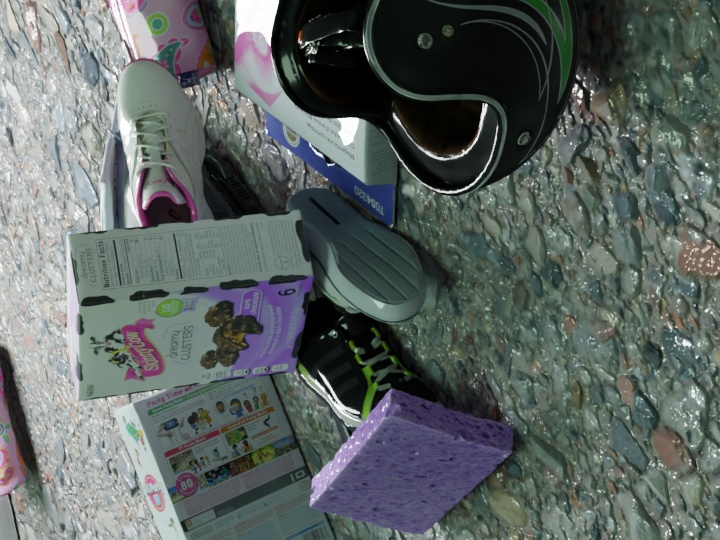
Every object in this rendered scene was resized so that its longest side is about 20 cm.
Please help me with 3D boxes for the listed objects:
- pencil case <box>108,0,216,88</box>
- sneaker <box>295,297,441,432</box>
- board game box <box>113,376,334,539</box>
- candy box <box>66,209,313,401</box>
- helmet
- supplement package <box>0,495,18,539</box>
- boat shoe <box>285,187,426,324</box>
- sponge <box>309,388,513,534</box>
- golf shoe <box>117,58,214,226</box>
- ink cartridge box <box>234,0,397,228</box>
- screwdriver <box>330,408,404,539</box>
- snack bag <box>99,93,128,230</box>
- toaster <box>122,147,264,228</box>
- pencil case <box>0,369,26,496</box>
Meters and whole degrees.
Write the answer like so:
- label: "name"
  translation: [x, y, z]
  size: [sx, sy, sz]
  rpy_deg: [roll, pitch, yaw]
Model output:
- label: "pencil case"
  translation: [-0.197, -0.259, 1.746]
  size: [0.087, 0.087, 0.202]
  rpy_deg: [-11, 98, 59]
- label: "sneaker"
  translation: [-0.005, 0.078, 1.651]
  size: [0.199, 0.071, 0.084]
  rpy_deg: [27, 129, 49]
- label: "board game box"
  translation: [-0.133, 0.200, 1.860]
  size: [0.064, 0.146, 0.202]
  rpy_deg: [-23, 88, 62]
- label: "candy box"
  translation: [-0.149, 0.031, 1.629]
  size: [0.168, 0.198, 0.072]
  rpy_deg: [103, 156, -58]
- label: "helmet"
  translation: [0.056, -0.159, 1.291]
  size: [0.200, 0.189, 0.202]
  rpy_deg: [-38, 42, 44]
- label: "supplement package"
  translation: [-0.576, 0.369, 2.719]
  size: [0.199, 0.110, 0.157]
  rpy_deg: [22, 127, 51]
- label: "boat shoe"
  translation: [0.000, 0.000, 1.608]
  size: [0.200, 0.073, 0.067]
  rpy_deg: [-129, 28, -51]
- label: "sponge"
  translation: [0.039, 0.164, 1.601]
  size: [0.200, 0.110, 0.030]
  rpy_deg: [127, 156, -55]
- label: "golf shoe"
  translation: [-0.171, -0.093, 1.672]
  size: [0.092, 0.074, 0.202]
  rpy_deg: [59, -164, -85]
- label: "ink cartridge box"
  translation: [-0.039, -0.157, 1.595]
  size: [0.196, 0.043, 0.202]
  rpy_deg: [37, 136, 42]
- label: "screwdriver"
  translation: [0.017, 0.205, 1.729]
  size: [0.028, 0.029, 0.202]
  rpy_deg: [-35, 72, 59]
- label: "snack bag"
  translation: [-0.236, -0.061, 1.890]
  size: [0.201, 0.021, 0.190]
  rpy_deg: [-90, 2, -58]
- label: "toaster"
  translation: [-0.157, -0.019, 1.799]
  size: [0.200, 0.113, 0.130]
  rpy_deg: [52, 148, 25]
- label: "pencil case"
  translation: [-0.495, 0.194, 2.493]
  size: [0.087, 0.087, 0.202]
  rpy_deg: [16, 122, 54]
